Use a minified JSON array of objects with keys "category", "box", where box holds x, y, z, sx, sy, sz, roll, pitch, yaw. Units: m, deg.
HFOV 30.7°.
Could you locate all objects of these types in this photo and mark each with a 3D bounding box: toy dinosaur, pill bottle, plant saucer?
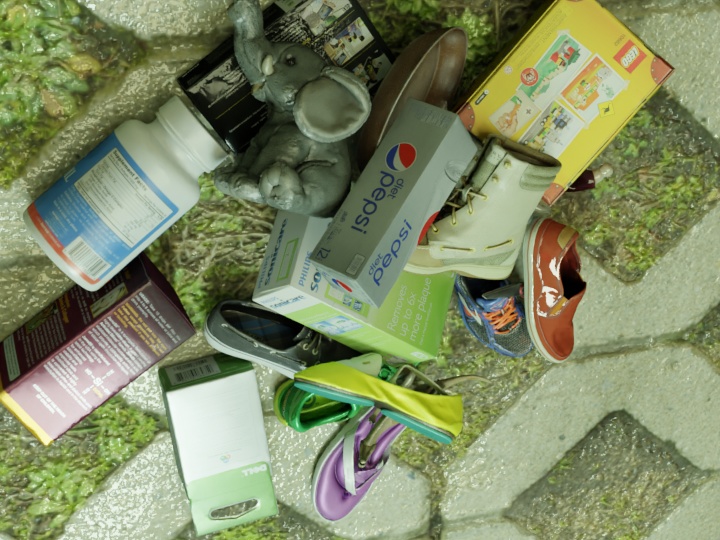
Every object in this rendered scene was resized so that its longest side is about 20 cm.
[{"category":"toy dinosaur","box":[0.066,0.149,1.543,0.200,0.058,0.101,-32,158,-18]},{"category":"pill bottle","box":[-0.235,-0.083,1.342,0.200,0.112,0.112,-41,119,0]},{"category":"plant saucer","box":[0.050,-0.172,1.388,0.034,0.200,0.200,30,103,15]}]

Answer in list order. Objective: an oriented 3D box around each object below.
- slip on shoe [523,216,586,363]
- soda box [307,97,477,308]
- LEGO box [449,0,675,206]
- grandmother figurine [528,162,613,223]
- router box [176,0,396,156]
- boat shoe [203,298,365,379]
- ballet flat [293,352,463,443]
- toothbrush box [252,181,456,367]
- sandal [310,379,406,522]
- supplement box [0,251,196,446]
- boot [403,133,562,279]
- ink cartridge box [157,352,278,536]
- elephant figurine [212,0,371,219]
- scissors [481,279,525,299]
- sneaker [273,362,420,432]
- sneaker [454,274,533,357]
[{"category":"slip on shoe","box":[0.231,0.029,1.526,0.074,0.061,0.200,-47,139,-42]},{"category":"soda box","box":[0.034,-0.067,1.304,0.200,0.063,0.068,-58,147,-13]},{"category":"LEGO box","box":[0.217,-0.196,1.441,0.149,0.077,0.200,41,99,-8]},{"category":"grandmother figurine","box":[0.237,-0.138,1.521,0.121,0.061,0.200,33,102,0]},{"category":"router box","box":[-0.069,-0.201,1.383,0.200,0.051,0.149,-38,121,-1]},{"category":"boat shoe","box":[-0.074,0.074,1.464,0.200,0.070,0.066,19,148,-5]},{"category":"ballet flat","box":[0.024,0.129,1.448,0.200,0.067,0.067,22,77,-12]},{"category":"toothbrush box","box":[0.000,0.000,1.439,0.200,0.086,0.146,27,65,-26]},{"category":"sandal","box":[0.005,0.222,1.592,0.082,0.050,0.203,25,100,-27]},{"category":"supplement box","box":[-0.286,0.076,1.392,0.200,0.110,0.086,-37,120,-1]},{"category":"boot","box":[0.105,-0.071,1.376,0.200,0.072,0.155,6,125,-31]},{"category":"ink cartridge box","box":[-0.163,0.198,1.517,0.104,0.059,0.200,-14,116,-13]},{"category":"elephant figurine","box":[-0.059,-0.160,1.302,0.155,0.141,0.200,10,95,-65]},{"category":"scissors","box":[0.191,0.015,1.531,0.200,0.014,0.073,20,86,-56]},{"category":"sneaker","box":[-0.003,0.134,1.533,0.200,0.084,0.074,-30,118,-6]},{"category":"sneaker","box":[0.150,0.033,1.547,0.075,0.078,0.200,-37,119,-1]}]
